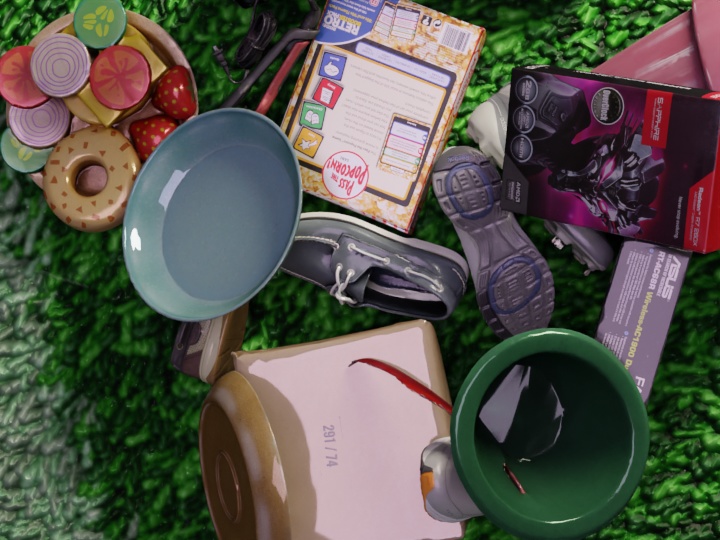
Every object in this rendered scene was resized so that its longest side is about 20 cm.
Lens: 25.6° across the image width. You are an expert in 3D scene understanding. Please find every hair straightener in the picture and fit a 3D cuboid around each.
[{"bbox_3d":[-0.105,-0.188,1.468,0.077,0.041,0.201,34,114,-2],"label":"hair straightener"}]

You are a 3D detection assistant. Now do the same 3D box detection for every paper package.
[{"bbox_3d":[-0.005,0.156,1.450,0.188,0.103,0.203,-11,87,8],"label":"paper package"}]

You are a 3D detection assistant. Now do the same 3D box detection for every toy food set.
[{"bbox_3d":[-0.253,-0.155,1.513,0.200,0.049,0.198,-43,84,6],"label":"toy food set"}]

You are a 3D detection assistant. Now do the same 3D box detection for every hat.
[{"bbox_3d":[0.128,0.118,1.343,0.165,0.176,0.201,-38,100,-8],"label":"hat"}]

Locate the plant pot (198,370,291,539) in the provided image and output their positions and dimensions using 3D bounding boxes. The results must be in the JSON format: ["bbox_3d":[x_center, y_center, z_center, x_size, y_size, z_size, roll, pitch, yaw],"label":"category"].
[{"bbox_3d":[-0.109,0.192,1.421,0.027,0.200,0.203,-9,88,-22],"label":"plant pot"}]

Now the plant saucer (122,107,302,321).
[{"bbox_3d":[-0.128,-0.047,1.438,0.198,0.036,0.203,-11,68,28],"label":"plant saucer"}]

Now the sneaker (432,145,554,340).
[{"bbox_3d":[0.124,-0.028,1.452,0.074,0.087,0.202,-20,105,5],"label":"sneaker"}]

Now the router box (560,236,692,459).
[{"bbox_3d":[0.233,0.070,1.395,0.061,0.150,0.202,16,91,8],"label":"router box"}]

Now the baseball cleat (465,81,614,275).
[{"bbox_3d":[0.180,-0.096,1.424,0.106,0.070,0.200,-41,67,4],"label":"baseball cleat"}]

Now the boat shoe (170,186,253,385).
[{"bbox_3d":[-0.134,0.004,1.483,0.064,0.073,0.203,12,86,13],"label":"boat shoe"}]

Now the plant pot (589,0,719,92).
[{"bbox_3d":[0.287,-0.134,1.380,0.177,0.200,0.202,-18,87,22],"label":"plant pot"}]

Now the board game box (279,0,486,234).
[{"bbox_3d":[0.013,-0.155,1.478,0.150,0.046,0.202,22,92,7],"label":"board game box"}]

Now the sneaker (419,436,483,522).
[{"bbox_3d":[0.134,0.180,1.381,0.091,0.199,0.077,-14,75,41],"label":"sneaker"}]

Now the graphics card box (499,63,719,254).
[{"bbox_3d":[0.213,-0.096,1.306,0.198,0.051,0.127,16,109,35],"label":"graphics card box"}]

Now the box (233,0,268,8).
[{"bbox_3d":[-0.057,-0.294,1.412,0.158,0.200,0.044,-18,87,8],"label":"box"}]

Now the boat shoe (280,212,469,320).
[{"bbox_3d":[0.000,0.000,1.458,0.197,0.062,0.073,12,135,3],"label":"boat shoe"}]
